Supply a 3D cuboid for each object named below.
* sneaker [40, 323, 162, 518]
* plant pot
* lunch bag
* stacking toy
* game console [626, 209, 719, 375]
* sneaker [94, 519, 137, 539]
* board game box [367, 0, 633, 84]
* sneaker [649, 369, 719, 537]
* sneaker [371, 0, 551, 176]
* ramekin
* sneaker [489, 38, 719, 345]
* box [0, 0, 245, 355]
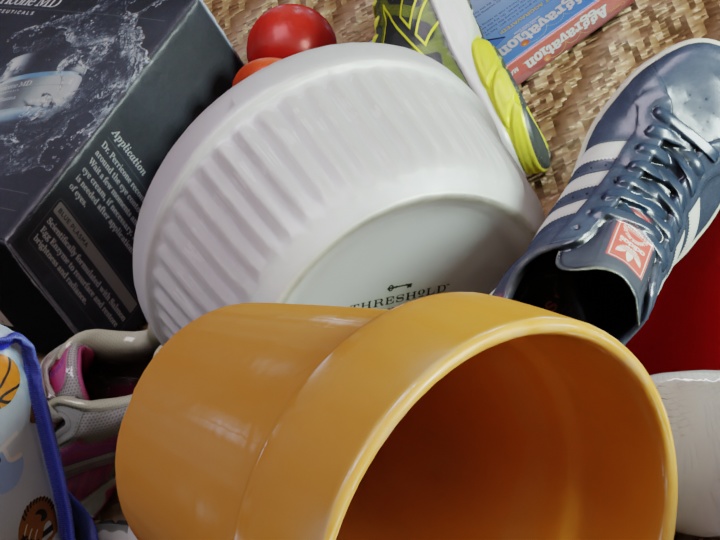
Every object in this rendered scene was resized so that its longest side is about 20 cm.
[{"bbox_3d":[-0.152,0.079,1.191,0.200,0.088,0.081,-27,39,9],"label":"sneaker"},{"bbox_3d":[-0.002,0.094,0.933,0.183,0.200,0.200,20,62,46],"label":"plant pot"},{"bbox_3d":[-0.213,0.104,1.083,0.124,0.201,0.170,-22,28,-25],"label":"lunch bag"},{"bbox_3d":[-0.054,-0.072,1.273,0.085,0.085,0.200,-6,49,30],"label":"stacking toy"},{"bbox_3d":[0.230,0.002,1.060,0.172,0.119,0.200,-16,30,-30],"label":"game console"},{"bbox_3d":[-0.083,0.175,1.058,0.199,0.076,0.088,-2,54,34],"label":"sneaker"},{"bbox_3d":[0.054,-0.127,1.316,0.200,0.019,0.103,-35,38,-2],"label":"board game box"},{"bbox_3d":[0.127,0.078,1.008,0.199,0.076,0.088,-12,8,31],"label":"sneaker"},{"bbox_3d":[0.029,-0.120,1.248,0.084,0.075,0.200,-30,56,2],"label":"sneaker"},{"bbox_3d":[0.000,0.000,1.085,0.200,0.200,0.105,-36,46,-3],"label":"ramekin"},{"bbox_3d":[0.121,-0.018,1.008,0.200,0.075,0.085,-57,6,-3],"label":"sneaker"},{"bbox_3d":[-0.189,-0.063,1.344,0.196,0.118,0.200,10,54,41],"label":"box"}]
